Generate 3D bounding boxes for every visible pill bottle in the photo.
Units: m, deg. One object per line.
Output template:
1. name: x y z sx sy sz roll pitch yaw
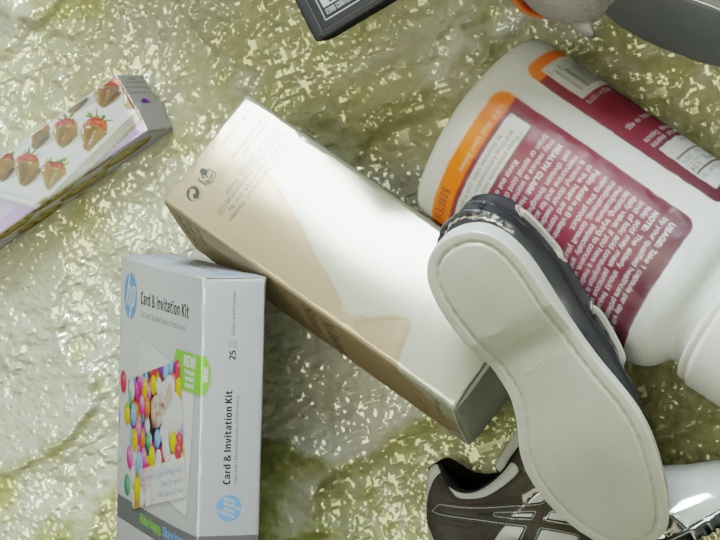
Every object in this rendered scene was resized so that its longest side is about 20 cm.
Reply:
1. pill bottle: 0.140 -0.022 1.436 0.200 0.114 0.114 36 104 15

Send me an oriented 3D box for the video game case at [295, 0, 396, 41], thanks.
1. video game case: 0.020 -0.236 1.309 0.200 0.025 0.181 -29 88 25

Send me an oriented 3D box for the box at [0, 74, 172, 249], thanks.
1. box: -0.200 -0.046 1.597 0.200 0.041 0.039 -33 82 18

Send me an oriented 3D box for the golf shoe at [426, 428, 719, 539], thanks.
1. golf shoe: 0.123 0.118 1.471 0.200 0.078 0.095 -18 87 19

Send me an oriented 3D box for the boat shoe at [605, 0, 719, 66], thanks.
1. boat shoe: 0.218 -0.145 1.432 0.200 0.074 0.065 15 68 23

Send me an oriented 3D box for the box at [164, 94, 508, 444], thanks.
1. box: 0.000 0.000 1.487 0.200 0.095 0.078 35 81 17

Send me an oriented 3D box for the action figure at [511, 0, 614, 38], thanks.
1. action figure: 0.113 -0.185 1.409 0.200 0.194 0.105 15 126 -15

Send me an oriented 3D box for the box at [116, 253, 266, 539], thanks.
1. box: -0.096 0.096 1.515 0.041 0.156 0.201 1 95 -21

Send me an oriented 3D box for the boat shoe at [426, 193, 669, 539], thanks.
1. boat shoe: 0.101 0.051 1.398 0.074 0.060 0.200 -27 107 28
